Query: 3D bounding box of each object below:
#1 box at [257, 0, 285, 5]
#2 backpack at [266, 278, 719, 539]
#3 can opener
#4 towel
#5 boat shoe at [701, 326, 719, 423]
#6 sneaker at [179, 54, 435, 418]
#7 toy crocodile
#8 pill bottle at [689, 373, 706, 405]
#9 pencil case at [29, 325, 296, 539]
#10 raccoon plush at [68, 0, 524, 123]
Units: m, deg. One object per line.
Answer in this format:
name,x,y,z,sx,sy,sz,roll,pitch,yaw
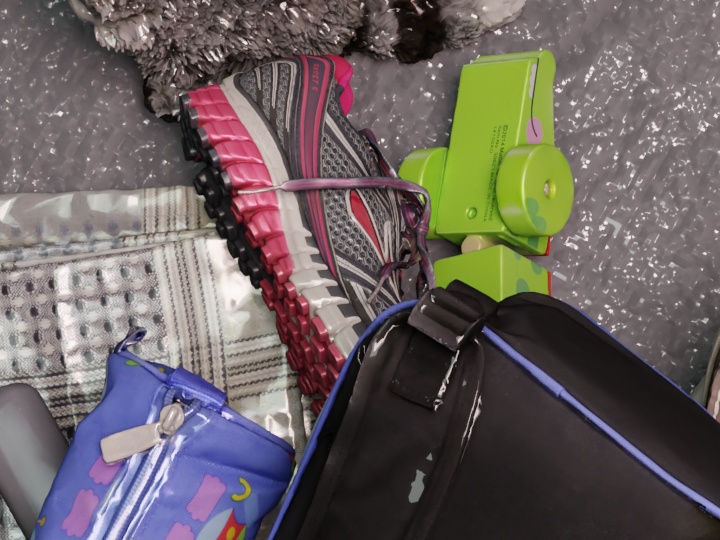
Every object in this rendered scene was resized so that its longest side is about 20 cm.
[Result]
box,-0.026,-0.197,0.806,0.160,0.200,0.044,46,128,8
backpack,0.058,0.129,0.659,0.183,0.147,0.201,37,107,29
can opener,-0.077,0.126,0.778,0.067,0.053,0.201,-30,77,-10
towel,-0.111,0.063,0.828,0.191,0.035,0.202,-6,79,5
boat shoe,0.149,0.104,0.727,0.071,0.060,0.201,10,119,25
sneaker,0.000,0.000,0.780,0.074,0.081,0.201,-23,71,-13
toy crocodile,0.054,0.006,0.825,0.067,0.062,0.202,-7,71,37
pill bottle,0.229,0.081,0.777,0.200,0.112,0.112,38,83,9
pencil case,-0.097,0.122,0.705,0.078,0.087,0.201,26,74,13
raccoon plush,-0.034,-0.134,0.814,0.198,0.134,0.097,-17,78,-1
